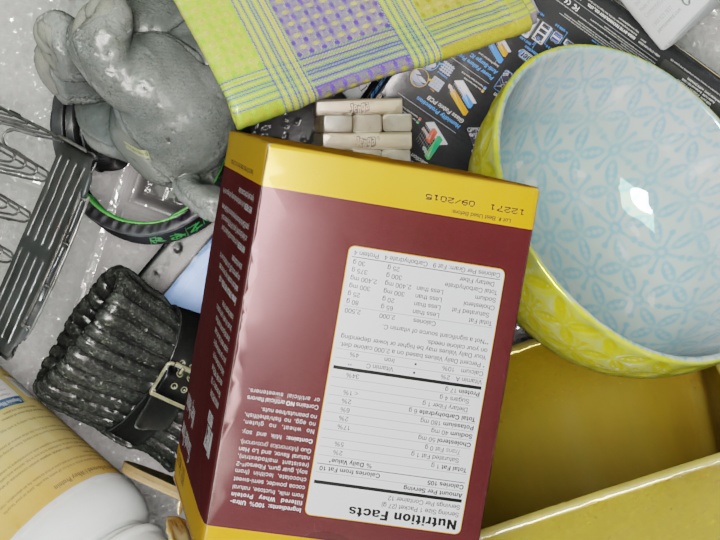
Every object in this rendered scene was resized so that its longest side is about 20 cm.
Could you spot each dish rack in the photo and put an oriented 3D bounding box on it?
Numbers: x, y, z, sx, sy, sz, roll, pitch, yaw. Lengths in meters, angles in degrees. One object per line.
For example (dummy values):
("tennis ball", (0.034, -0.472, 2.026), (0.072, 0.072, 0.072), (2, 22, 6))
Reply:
("dish rack", (-0.243, -0.035, 1.114), (0.200, 0.054, 0.154), (27, 95, 50))

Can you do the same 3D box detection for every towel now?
("towel", (-0.009, -0.166, 1.011), (0.199, 0.023, 0.144), (-22, 71, -20))

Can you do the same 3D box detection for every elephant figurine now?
("elephant figurine", (-0.084, -0.153, 1.062), (0.200, 0.141, 0.156), (-41, 117, -22))

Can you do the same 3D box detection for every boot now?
("boot", (-0.086, 0.036, 1.104), (0.158, 0.079, 0.211), (38, 94, -12))

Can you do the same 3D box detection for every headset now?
("headset", (-0.151, -0.115, 1.137), (0.123, 0.094, 0.201), (-30, 71, 4))

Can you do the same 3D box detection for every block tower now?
("block tower", (0.000, 0.000, 1.044), (0.054, 0.058, 0.201), (-1, 94, -7))

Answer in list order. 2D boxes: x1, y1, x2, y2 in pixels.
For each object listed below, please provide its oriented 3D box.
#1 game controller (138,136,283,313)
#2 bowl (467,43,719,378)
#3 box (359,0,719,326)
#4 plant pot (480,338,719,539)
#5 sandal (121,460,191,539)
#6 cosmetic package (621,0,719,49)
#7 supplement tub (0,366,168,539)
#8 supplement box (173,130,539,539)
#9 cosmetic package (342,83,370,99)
("game controller", (-0.085, 0.013, 1.157), (0.104, 0.042, 0.200), (41, 94, 4))
("bowl", (0.132, -0.018, 1.030), (0.199, 0.108, 0.201), (16, 58, -26))
("box", (0.104, -0.081, 1.102), (0.199, 0.050, 0.199), (33, 99, -12))
("plant pot", (0.149, 0.164, 1.062), (0.193, 0.196, 0.201), (-18, 115, 4))
("sandal", (-0.052, 0.181, 1.029), (0.211, 0.078, 0.070), (22, 86, -1))
("cosmetic package", (0.201, -0.280, 1.055), (0.199, 0.123, 0.200), (-39, 85, -24))
("supplement tub", (-0.222, 0.155, 1.098), (0.200, 0.145, 0.145), (37, 93, 20))
("supplement box", (-0.011, 0.040, 0.919), (0.132, 0.197, 0.201), (9, 94, -10))
("cosmetic package", (0.023, -0.192, 1.144), (0.151, 0.052, 0.200), (-38, 87, 6))
